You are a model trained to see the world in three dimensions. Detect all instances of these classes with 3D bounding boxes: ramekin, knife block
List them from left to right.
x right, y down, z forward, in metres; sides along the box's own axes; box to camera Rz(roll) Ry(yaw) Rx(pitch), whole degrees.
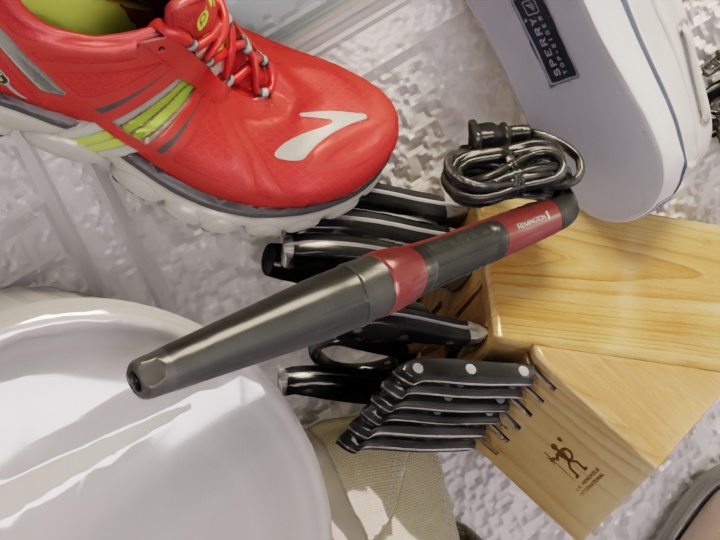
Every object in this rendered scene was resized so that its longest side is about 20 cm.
[{"bbox_3d":[-0.117,0.097,1.059,0.202,0.094,0.203,-8,109,-22],"label":"ramekin"},{"bbox_3d":[0.059,0.005,1.121,0.176,0.064,0.200,44,49,4],"label":"knife block"}]

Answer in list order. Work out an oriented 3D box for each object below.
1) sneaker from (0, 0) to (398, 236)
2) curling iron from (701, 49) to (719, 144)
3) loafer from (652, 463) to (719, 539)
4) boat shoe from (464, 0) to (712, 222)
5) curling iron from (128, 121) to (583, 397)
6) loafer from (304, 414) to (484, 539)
[{"bbox_3d":[-0.065,-0.073,1.021,0.199,0.077,0.085,16,141,-28],"label":"sneaker"},{"bbox_3d":[0.223,-0.082,1.195,0.199,0.026,0.050,-10,113,-22],"label":"curling iron"},{"bbox_3d":[0.128,0.176,1.211,0.072,0.063,0.200,24,95,-29],"label":"loafer"},{"bbox_3d":[0.077,-0.119,1.101,0.065,0.073,0.201,-38,114,-47],"label":"boat shoe"},{"bbox_3d":[0.000,0.000,1.031,0.200,0.050,0.026,-30,146,-31],"label":"curling iron"},{"bbox_3d":[0.033,0.139,1.150,0.068,0.076,0.200,-28,115,-7],"label":"loafer"}]
